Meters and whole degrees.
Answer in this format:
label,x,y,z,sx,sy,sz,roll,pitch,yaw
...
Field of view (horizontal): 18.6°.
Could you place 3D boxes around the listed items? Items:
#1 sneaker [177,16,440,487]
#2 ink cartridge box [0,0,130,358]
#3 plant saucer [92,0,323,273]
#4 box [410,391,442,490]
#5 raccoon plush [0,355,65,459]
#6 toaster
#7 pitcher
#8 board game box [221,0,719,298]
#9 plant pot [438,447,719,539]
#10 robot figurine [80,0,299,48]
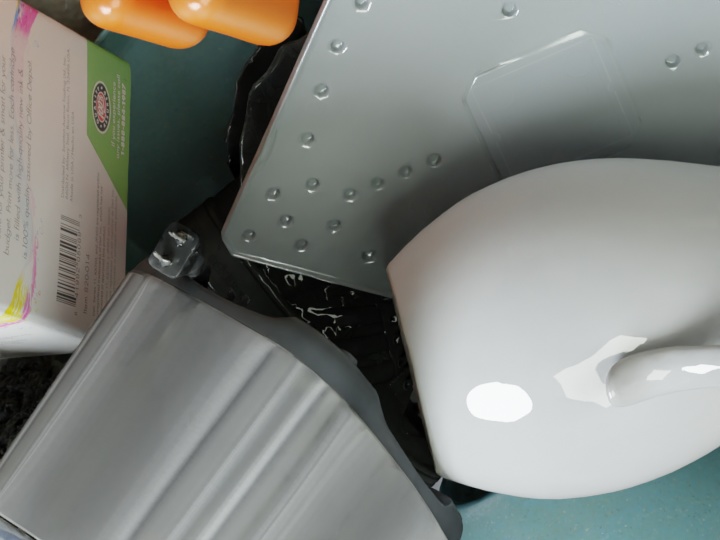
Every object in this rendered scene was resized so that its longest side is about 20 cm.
label,x,y,z,sx,sy,sz,roll,pitch,yaw
sneaker,-0.001,-0.001,0.916,0.104,0.060,0.200,-40,113,4
ink cartridge box,-0.154,-0.040,0.770,0.067,0.118,0.200,-3,168,20
plant saucer,-0.038,-0.054,0.933,0.199,0.036,0.201,-10,120,-17
box,0.028,0.101,1.030,0.200,0.060,0.117,-40,124,2
raccoon plush,-0.140,0.067,0.874,0.097,0.134,0.200,-37,154,-6
toaster,-0.053,0.088,0.775,0.130,0.113,0.200,-54,146,-16
pitcher,0.116,0.019,0.786,0.198,0.172,0.122,-14,104,1
board game box,0.071,-0.067,0.836,0.199,0.026,0.201,14,123,-19
plant pot,0.111,0.114,0.934,0.200,0.200,0.135,-44,103,5
robot figurine,-0.058,-0.183,0.786,0.116,0.144,0.202,5,87,-22
